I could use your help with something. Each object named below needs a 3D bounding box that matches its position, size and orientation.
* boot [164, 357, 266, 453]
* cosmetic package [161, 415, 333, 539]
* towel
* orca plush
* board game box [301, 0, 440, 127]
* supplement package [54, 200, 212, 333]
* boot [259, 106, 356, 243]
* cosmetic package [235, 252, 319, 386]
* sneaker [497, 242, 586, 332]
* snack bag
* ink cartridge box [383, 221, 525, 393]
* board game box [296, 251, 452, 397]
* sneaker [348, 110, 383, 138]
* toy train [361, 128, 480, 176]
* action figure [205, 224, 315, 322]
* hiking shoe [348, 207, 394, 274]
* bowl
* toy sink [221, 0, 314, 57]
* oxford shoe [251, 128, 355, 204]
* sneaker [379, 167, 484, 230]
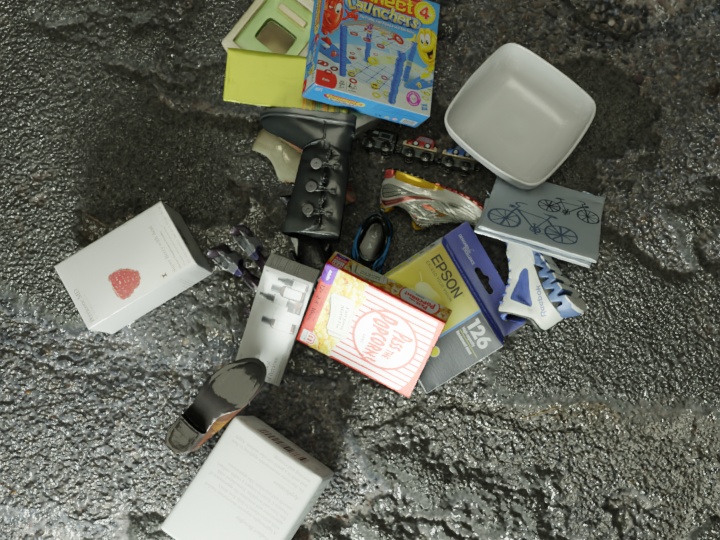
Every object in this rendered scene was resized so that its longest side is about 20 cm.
[{"bbox_3d":[-0.201,0.203,1.541,0.068,0.200,0.189,39,91,6],"label":"boot"},{"bbox_3d":[-0.166,0.349,1.536,0.164,0.165,0.201,34,86,8],"label":"cosmetic package"},{"bbox_3d":[-0.114,-0.297,1.589,0.199,0.018,0.087,6,89,-5],"label":"towel"},{"bbox_3d":[-0.061,-0.052,1.609,0.071,0.105,0.201,-34,50,28],"label":"orca plush"},{"bbox_3d":[0.019,-0.346,1.579,0.199,0.056,0.197,11,75,-21],"label":"board game box"},{"bbox_3d":[-0.361,-0.001,1.620,0.199,0.120,0.122,-32,82,0],"label":"supplement package"},{"bbox_3d":[-0.094,-0.149,1.575,0.164,0.066,0.201,5,84,18],"label":"boot"},{"bbox_3d":[-0.134,0.079,1.572,0.082,0.051,0.201,20,118,2],"label":"cosmetic package"},{"bbox_3d":[0.252,0.018,1.567,0.115,0.080,0.200,-41,53,21],"label":"sneaker"},{"bbox_3d":[0.282,-0.087,1.568,0.187,0.200,0.022,16,126,7],"label":"snack bag"},{"bbox_3d":[0.135,0.059,1.581,0.199,0.047,0.198,-32,101,2],"label":"ink cartridge box"},{"bbox_3d":[0.019,0.082,1.533,0.199,0.046,0.152,26,121,6],"label":"board game box"},{"bbox_3d":[-0.004,-0.293,1.651,0.200,0.074,0.118,-35,88,-10],"label":"sneaker"},{"bbox_3d":[0.101,-0.197,1.653,0.199,0.034,0.046,14,72,7],"label":"toy train"},{"bbox_3d":[-0.152,0.022,1.623,0.200,0.069,0.130,45,97,12],"label":"action figure"},{"bbox_3d":[0.000,0.000,1.607,0.074,0.087,0.201,13,84,6],"label":"hiking shoe"},{"bbox_3d":[0.251,-0.236,1.612,0.199,0.075,0.200,38,75,9],"label":"bowl"},{"bbox_3d":[-0.110,-0.398,1.655,0.130,0.112,0.200,39,87,8],"label":"toy sink"},{"bbox_3d":[-0.092,-0.165,1.653,0.200,0.071,0.074,43,102,15],"label":"oxford shoe"},{"bbox_3d":[0.124,-0.097,1.624,0.199,0.078,0.083,21,96,12],"label":"sneaker"}]
